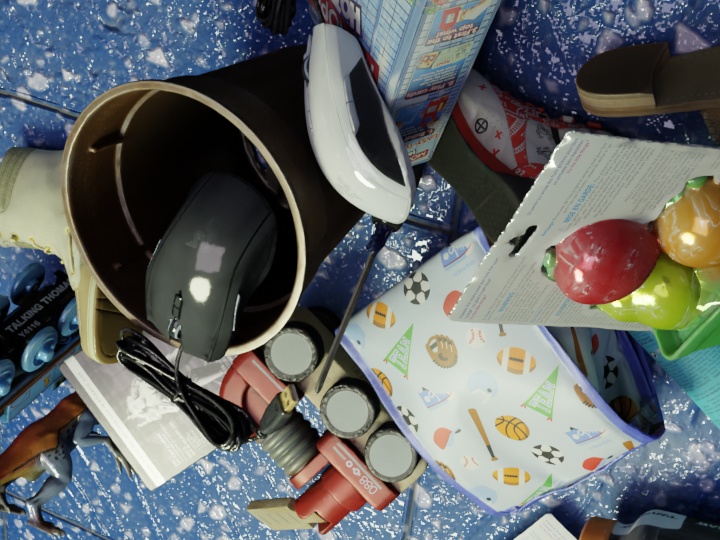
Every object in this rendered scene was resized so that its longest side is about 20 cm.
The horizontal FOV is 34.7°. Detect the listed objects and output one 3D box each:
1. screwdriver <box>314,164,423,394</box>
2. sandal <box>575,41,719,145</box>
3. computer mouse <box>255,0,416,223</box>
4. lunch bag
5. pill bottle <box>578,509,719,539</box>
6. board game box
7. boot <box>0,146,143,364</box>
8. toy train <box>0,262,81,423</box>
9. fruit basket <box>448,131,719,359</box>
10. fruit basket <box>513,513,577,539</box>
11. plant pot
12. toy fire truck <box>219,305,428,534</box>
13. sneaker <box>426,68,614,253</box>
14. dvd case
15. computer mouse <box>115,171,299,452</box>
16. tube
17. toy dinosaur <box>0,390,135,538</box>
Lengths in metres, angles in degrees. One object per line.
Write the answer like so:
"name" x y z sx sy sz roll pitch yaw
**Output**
"screwdriver" 0.000 0.000 0.870 0.029 0.200 0.028 27 163 0
"sandal" 0.248 -0.106 0.748 0.211 0.078 0.070 5 140 34
"computer mouse" -0.022 -0.120 0.743 0.201 0.044 0.110 67 158 8
"lunch bag" 0.112 0.074 0.871 0.170 0.124 0.200 -39 83 39
"pill bottle" 0.266 0.245 0.881 0.199 0.106 0.107 10 118 25
"board game box" 0.011 -0.171 0.768 0.200 0.062 0.200 57 154 34
"boot" -0.267 -0.018 1.045 0.154 0.072 0.201 0 90 31
"toy train" -0.324 0.080 1.077 0.087 0.200 0.114 30 136 12
"fruit basket" 0.176 -0.020 0.711 0.199 0.094 0.185 8 143 -15
"fruit basket" 0.161 0.328 1.010 0.185 0.094 0.200 45 112 2
"plant pot" -0.080 -0.069 0.858 0.200 0.198 0.201 13 119 24
"toy fire truck" -0.056 0.151 0.996 0.176 0.129 0.200 45 104 1
"sneaker" 0.110 -0.095 0.821 0.202 0.108 0.067 61 150 37
"dvd case" -0.160 0.094 1.058 0.200 0.016 0.149 -34 96 15
"computer mouse" -0.094 0.041 0.769 0.140 0.046 0.200 39 127 8
"tube" 0.265 0.078 0.836 0.200 0.050 0.077 45 131 -3
"toy dinosaur" -0.274 0.154 1.090 0.105 0.200 0.182 17 80 31
